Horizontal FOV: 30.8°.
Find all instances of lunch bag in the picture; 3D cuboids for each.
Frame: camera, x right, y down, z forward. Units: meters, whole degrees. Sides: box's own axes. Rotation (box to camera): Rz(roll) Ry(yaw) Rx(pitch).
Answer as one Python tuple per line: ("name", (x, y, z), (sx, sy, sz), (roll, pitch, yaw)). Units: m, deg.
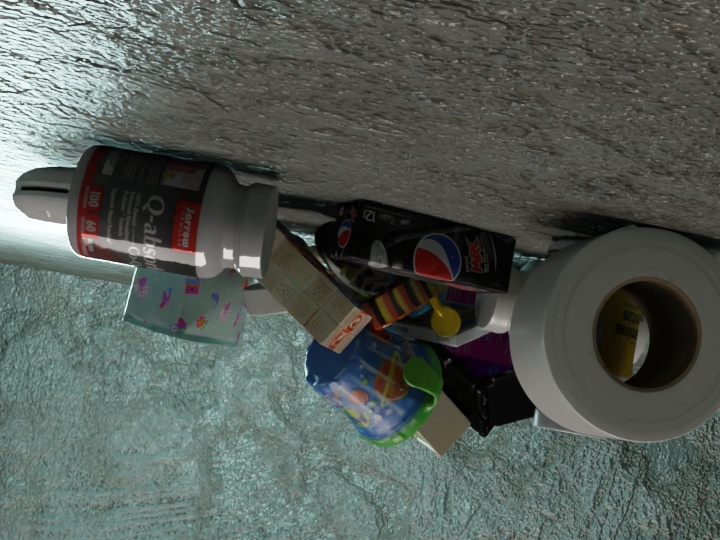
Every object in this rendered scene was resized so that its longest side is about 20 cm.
("lunch bag", (-0.215, 0.015, 1.800), (0.121, 0.173, 0.199), (13, 179, 31))

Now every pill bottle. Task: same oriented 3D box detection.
("pill bottle", (0.247, 0.049, 1.606), (0.197, 0.113, 0.111), (11, 174, -13))
("pill bottle", (0.241, 0.075, 1.408), (0.110, 0.203, 0.112), (10, 175, 1))
("pill bottle", (-0.188, -0.056, 1.330), (0.197, 0.117, 0.116), (9, 174, 3))

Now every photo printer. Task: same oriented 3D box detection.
("photo printer", (-0.309, -0.075, 1.587), (0.165, 0.070, 0.199), (6, 173, 38))

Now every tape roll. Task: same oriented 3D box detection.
("tape roll", (0.258, 0.064, 1.284), (0.200, 0.206, 0.139), (11, 175, -7))
("tape roll", (-0.059, 0.022, 1.763), (0.200, 0.038, 0.203), (-11, -176, 1))

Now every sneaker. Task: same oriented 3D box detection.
("sneaker", (0.000, 0.000, 1.623), (0.084, 0.075, 0.199), (3, 157, 43))

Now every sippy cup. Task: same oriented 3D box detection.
("sippy cup", (0.007, 0.122, 1.560), (0.177, 0.141, 0.130), (-37, 127, 25))

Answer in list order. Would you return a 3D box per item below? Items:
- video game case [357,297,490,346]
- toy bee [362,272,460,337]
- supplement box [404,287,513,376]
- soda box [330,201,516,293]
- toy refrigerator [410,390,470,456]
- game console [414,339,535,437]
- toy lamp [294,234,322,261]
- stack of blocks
("video game case", (0.071, 0.058, 1.669), (0.198, 0.018, 0.143), (10, -166, 32))
("toy bee", (0.085, -0.001, 1.555), (0.108, 0.201, 0.131), (-27, 115, 34))
("supplement box", (0.146, 0.086, 1.796), (0.197, 0.105, 0.101), (12, 159, 10))
("soda box", (0.070, -0.024, 1.451), (0.198, 0.064, 0.071), (12, 174, -24))
("toy refrigerator", (0.052, 0.154, 1.726), (0.200, 0.070, 0.076), (48, 170, -27))
("game console", (0.174, 0.134, 1.731), (0.175, 0.116, 0.200), (40, 166, 21))
("toy lamp", (-0.067, -0.021, 1.755), (0.058, 0.059, 0.199), (13, 175, -29))
("stack of blocks", (-0.079, 0.003, 1.494), (0.200, 0.059, 0.115), (44, -177, 17))
